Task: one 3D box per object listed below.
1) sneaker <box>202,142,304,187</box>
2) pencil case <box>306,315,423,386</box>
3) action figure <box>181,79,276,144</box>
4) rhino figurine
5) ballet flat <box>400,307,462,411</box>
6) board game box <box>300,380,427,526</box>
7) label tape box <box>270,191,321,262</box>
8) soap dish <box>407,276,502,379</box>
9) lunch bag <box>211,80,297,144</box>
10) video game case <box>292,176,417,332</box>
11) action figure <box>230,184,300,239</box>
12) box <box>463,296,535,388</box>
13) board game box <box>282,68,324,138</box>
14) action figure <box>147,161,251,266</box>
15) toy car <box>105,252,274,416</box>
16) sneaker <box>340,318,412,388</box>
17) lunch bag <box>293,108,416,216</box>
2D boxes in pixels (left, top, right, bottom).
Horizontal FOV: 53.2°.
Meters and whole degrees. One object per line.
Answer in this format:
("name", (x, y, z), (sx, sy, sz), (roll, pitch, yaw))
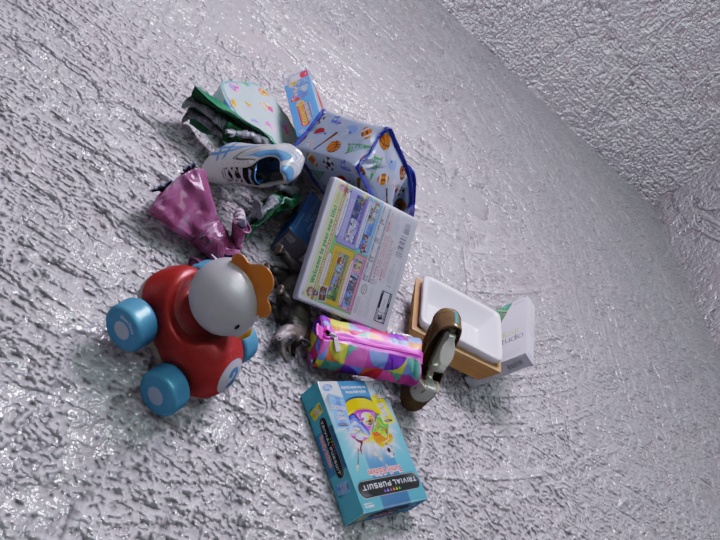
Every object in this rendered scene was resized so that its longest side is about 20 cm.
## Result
("sneaker", (-0.186, -0.169, 1.183), (0.073, 0.196, 0.073), (-55, 135, -49))
("pencil case", (0.007, 0.131, 1.157), (0.196, 0.089, 0.090), (13, 44, -20))
("action figure", (-0.214, -0.234, 1.238), (0.197, 0.118, 0.055), (29, 65, 0))
("rhino figurine", (-0.113, 0.060, 1.147), (0.087, 0.059, 0.203), (36, 36, -38))
("ballet flat", (0.122, 0.162, 1.205), (0.067, 0.203, 0.073), (20, 15, -17))
("board game box", (0.006, 0.268, 1.092), (0.149, 0.047, 0.203), (8, 51, -48))
("label tape box", (-0.054, -0.028, 1.308), (0.200, 0.063, 0.145), (44, 33, -13))
("soap dish", (0.181, 0.115, 1.410), (0.197, 0.082, 0.159), (26, 36, -11))
("lunch bag", (-0.200, -0.262, 1.356), (0.202, 0.077, 0.159), (56, 33, 9))
("video game case", (-0.004, -0.022, 1.169), (0.180, 0.022, 0.204), (23, 80, -31))
("action figure", (-0.152, -0.115, 1.242), (0.055, 0.117, 0.200), (60, 20, -8))
("box", (0.289, 0.145, 1.485), (0.037, 0.142, 0.201), (54, 28, -18))
("board game box", (-0.079, -0.257, 1.420), (0.197, 0.055, 0.202), (63, 8, -46))
("action figure", (-0.241, -0.052, 1.100), (0.202, 0.133, 0.149), (56, -13, -12))
("toy car", (-0.177, 0.059, 0.909), (0.184, 0.198, 0.180), (-33, 98, -56))
("sneaker", (0.051, 0.131, 1.263), (0.199, 0.080, 0.071), (38, 35, -17))
("lunch bag", (0.002, -0.171, 1.272), (0.168, 0.125, 0.201), (25, -23, 39))
